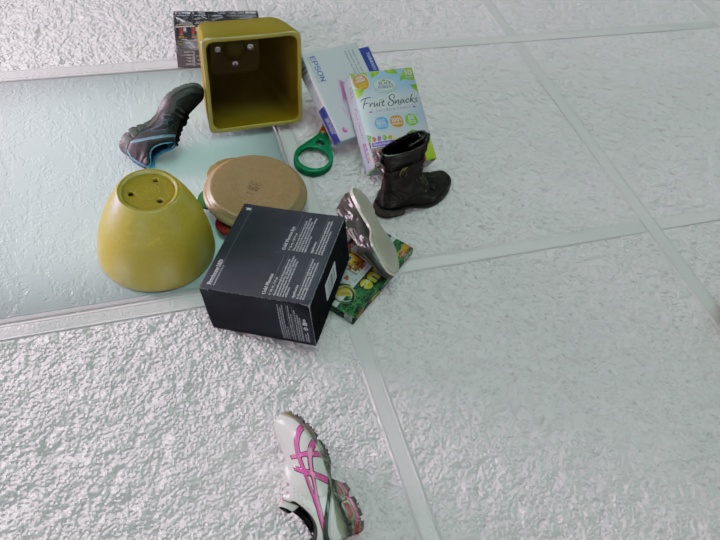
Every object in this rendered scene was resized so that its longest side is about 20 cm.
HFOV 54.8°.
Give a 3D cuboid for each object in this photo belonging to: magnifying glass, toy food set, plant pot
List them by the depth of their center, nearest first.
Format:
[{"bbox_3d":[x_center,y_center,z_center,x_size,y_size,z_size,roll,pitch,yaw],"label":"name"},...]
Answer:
[{"bbox_3d":[-0.348,-0.086,1.168,0.200,0.142,0.200,5,50,-5],"label":"plant pot"},{"bbox_3d":[-0.200,-0.141,1.296,0.200,0.049,0.198,7,51,-4],"label":"toy food set"},{"bbox_3d":[-0.082,-0.265,1.437,0.079,0.022,0.200,15,52,3],"label":"magnifying glass"},{"bbox_3d":[-0.244,-0.426,1.441,0.195,0.195,0.200,-12,41,-18],"label":"plant pot"}]

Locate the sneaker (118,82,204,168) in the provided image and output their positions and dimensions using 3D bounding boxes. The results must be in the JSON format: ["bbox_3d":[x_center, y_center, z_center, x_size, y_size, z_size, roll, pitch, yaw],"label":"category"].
[{"bbox_3d":[-0.369,-0.278,1.349,0.082,0.073,0.200,43,86,14],"label":"sneaker"}]

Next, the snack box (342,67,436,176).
[{"bbox_3d":[0.059,-0.302,1.408,0.142,0.053,0.200,-12,83,-21],"label":"snack box"}]

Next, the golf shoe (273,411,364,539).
[{"bbox_3d":[-0.079,0.284,0.952,0.092,0.073,0.200,-22,58,-22],"label":"golf shoe"}]

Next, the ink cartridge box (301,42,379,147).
[{"bbox_3d":[-0.011,-0.376,1.456,0.200,0.043,0.197,-25,88,-31],"label":"ink cartridge box"}]

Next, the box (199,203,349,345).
[{"bbox_3d":[-0.133,0.002,1.136,0.182,0.104,0.200,10,49,13],"label":"box"}]

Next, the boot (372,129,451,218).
[{"bbox_3d":[0.107,-0.190,1.303,0.200,0.174,0.069,-27,59,-27],"label":"boot"}]

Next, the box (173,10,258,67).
[{"bbox_3d":[-0.325,-0.534,1.597,0.200,0.050,0.158,-5,52,-13],"label":"box"}]

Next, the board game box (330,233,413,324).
[{"bbox_3d":[0.000,0.000,1.230,0.105,0.023,0.200,31,53,14],"label":"board game box"}]

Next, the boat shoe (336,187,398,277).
[{"bbox_3d":[0.011,-0.058,1.239,0.067,0.057,0.200,16,42,-45],"label":"boat shoe"}]
